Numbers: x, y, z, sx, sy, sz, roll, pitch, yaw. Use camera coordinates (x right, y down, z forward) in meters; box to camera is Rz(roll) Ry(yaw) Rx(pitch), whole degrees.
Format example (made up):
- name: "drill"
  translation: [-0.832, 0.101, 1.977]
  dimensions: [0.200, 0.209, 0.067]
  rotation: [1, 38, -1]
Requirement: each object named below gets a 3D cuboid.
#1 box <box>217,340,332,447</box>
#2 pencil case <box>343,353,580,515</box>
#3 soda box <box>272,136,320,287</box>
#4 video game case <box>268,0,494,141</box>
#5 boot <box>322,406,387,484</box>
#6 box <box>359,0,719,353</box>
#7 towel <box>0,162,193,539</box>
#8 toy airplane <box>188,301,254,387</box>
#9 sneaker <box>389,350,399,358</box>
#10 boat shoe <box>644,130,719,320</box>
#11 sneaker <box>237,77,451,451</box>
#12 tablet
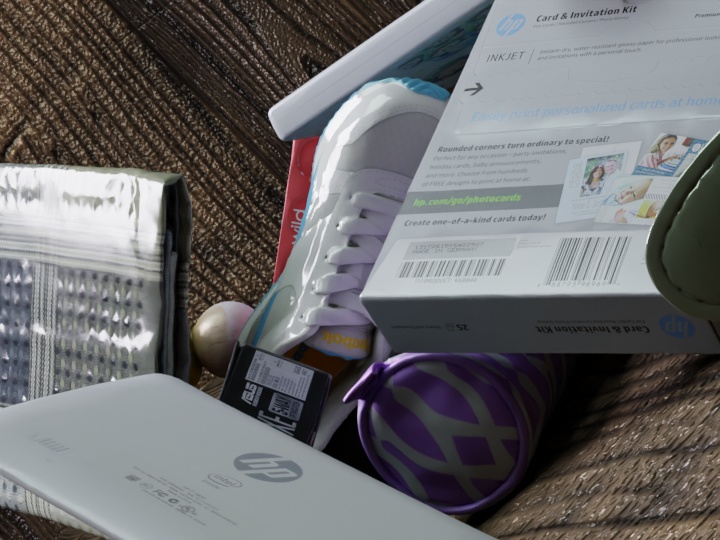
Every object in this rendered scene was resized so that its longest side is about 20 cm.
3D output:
- name: "box"
  translation: [-0.067, 0.140, 1.038]
  dimensions: [0.200, 0.050, 0.158]
  rotation: [-75, 5, -70]
- name: "pencil case"
  translation: [0.057, 0.038, 1.106]
  dimensions: [0.084, 0.085, 0.200]
  rotation: [-45, 5, 23]
- name: "soda box"
  translation: [-0.014, 0.018, 1.356]
  dimensions: [0.063, 0.070, 0.201]
  rotation: [-28, -53, -78]
- name: "video game case"
  translation: [0.070, -0.132, 1.280]
  dimensions: [0.200, 0.024, 0.182]
  rotation: [-32, -8, 29]
- name: "boot"
  translation: [-0.044, 0.131, 1.224]
  dimensions: [0.168, 0.076, 0.200]
  rotation: [-47, -3, 18]
- name: "box"
  translation: [0.104, -0.053, 1.005]
  dimensions: [0.156, 0.041, 0.200]
  rotation: [-2, 49, 33]
- name: "towel"
  translation: [-0.146, 0.041, 1.233]
  dimensions: [0.034, 0.193, 0.200]
  rotation: [1, 4, -38]
- name: "toy airplane"
  translation: [-0.114, 0.066, 1.350]
  dimensions: [0.141, 0.199, 0.200]
  rotation: [-27, -9, -6]
- name: "sneaker"
  translation: [0.057, -0.012, 1.289]
  dimensions: [0.200, 0.114, 0.076]
  rotation: [-40, -42, -26]
- name: "boat shoe"
  translation: [0.187, -0.052, 0.856]
  dimensions: [0.201, 0.072, 0.061]
  rotation: [-38, 0, 3]
- name: "sneaker"
  translation: [0.000, 0.000, 1.164]
  dimensions: [0.081, 0.076, 0.200]
  rotation: [-104, 34, -60]
- name: "tablet"
  translation: [-0.051, 0.087, 0.929]
  dimensions: [0.130, 0.200, 0.014]
  rotation: [-13, -60, -49]
